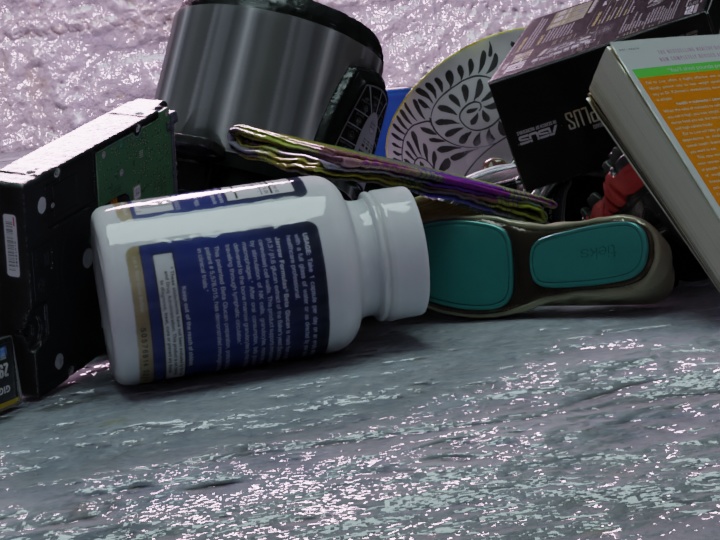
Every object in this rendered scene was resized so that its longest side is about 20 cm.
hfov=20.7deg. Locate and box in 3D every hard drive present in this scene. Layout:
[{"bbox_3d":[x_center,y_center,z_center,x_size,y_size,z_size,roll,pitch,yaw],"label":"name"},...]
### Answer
[{"bbox_3d":[-0.175,-0.020,1.276,0.037,0.141,0.200,8,23,22],"label":"hard drive"}]

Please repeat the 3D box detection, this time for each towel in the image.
[{"bbox_3d":[0.018,-0.065,1.340,0.198,0.023,0.143,11,4,-35],"label":"towel"}]

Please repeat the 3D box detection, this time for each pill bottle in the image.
[{"bbox_3d":[-0.062,0.002,1.222,0.198,0.112,0.111,-9,9,-11],"label":"pill bottle"}]

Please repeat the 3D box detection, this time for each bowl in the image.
[{"bbox_3d":[0.130,-0.104,1.690,0.199,0.202,0.095,-11,53,-24],"label":"bowl"}]

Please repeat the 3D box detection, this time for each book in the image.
[{"bbox_3d":[0.244,-0.062,1.205,0.132,0.048,0.201,-10,53,-25],"label":"book"}]

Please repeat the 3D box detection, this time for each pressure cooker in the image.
[{"bbox_3d":[-0.080,-0.100,1.527,0.174,0.202,0.178,17,-11,-20],"label":"pressure cooker"}]

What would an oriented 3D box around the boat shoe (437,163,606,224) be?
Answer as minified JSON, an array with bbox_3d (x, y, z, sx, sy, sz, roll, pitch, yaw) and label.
[{"bbox_3d":[0.146,-0.045,1.481,0.197,0.075,0.068,3,0,17],"label":"boat shoe"}]

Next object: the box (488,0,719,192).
[{"bbox_3d":[0.195,-0.146,1.434,0.162,0.087,0.200,-16,15,18],"label":"box"}]

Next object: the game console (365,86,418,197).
[{"bbox_3d":[0.032,-0.131,1.983,0.198,0.120,0.170,-1,11,35],"label":"game console"}]

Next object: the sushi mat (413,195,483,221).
[{"bbox_3d":[-0.005,-0.012,1.360,0.199,0.012,0.095,-19,24,-31],"label":"sushi mat"}]

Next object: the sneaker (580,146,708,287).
[{"bbox_3d":[0.202,-0.027,1.332,0.070,0.098,0.201,-32,-12,-9],"label":"sneaker"}]

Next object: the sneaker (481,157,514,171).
[{"bbox_3d":[0.163,-0.068,1.607,0.070,0.076,0.199,-1,11,34],"label":"sneaker"}]

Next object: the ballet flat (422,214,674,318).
[{"bbox_3d":[0.113,-0.001,1.289,0.198,0.070,0.069,1,12,31],"label":"ballet flat"}]

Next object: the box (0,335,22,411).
[{"bbox_3d":[-0.320,0.080,1.144,0.158,0.050,0.200,0,11,27],"label":"box"}]
